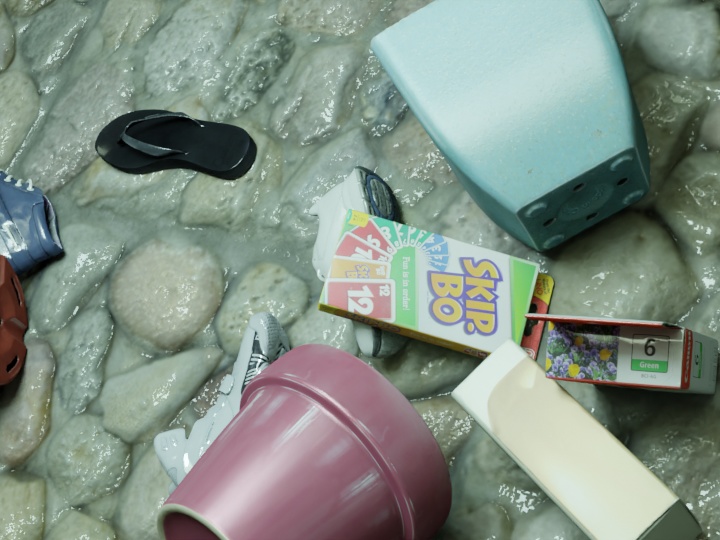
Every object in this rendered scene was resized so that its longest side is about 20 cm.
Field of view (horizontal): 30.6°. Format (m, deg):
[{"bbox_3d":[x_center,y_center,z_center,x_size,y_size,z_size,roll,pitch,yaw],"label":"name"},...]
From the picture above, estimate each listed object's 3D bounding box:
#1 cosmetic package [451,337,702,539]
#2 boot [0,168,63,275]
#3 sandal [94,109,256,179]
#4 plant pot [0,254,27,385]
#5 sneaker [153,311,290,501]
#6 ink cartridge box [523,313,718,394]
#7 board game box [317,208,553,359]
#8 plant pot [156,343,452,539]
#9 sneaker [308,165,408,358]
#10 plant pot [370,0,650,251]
[{"bbox_3d":[0.174,0.155,1.065,0.071,0.105,0.200,-45,57,-1],"label":"cosmetic package"},{"bbox_3d":[-0.395,-0.081,1.481,0.090,0.073,0.200,-24,64,3],"label":"boot"},{"bbox_3d":[-0.206,-0.145,1.434,0.200,0.043,0.076,5,67,27],"label":"sandal"},{"bbox_3d":[-0.466,0.059,1.370,0.195,0.201,0.201,-8,61,11],"label":"plant pot"},{"bbox_3d":[-0.128,0.136,1.230,0.115,0.075,0.200,-7,65,18],"label":"sneaker"},{"bbox_3d":[0.207,0.067,1.035,0.109,0.200,0.050,3,85,26],"label":"ink cartridge box"},{"bbox_3d":[0.070,0.017,1.181,0.200,0.030,0.096,17,70,-1],"label":"board game box"},{"bbox_3d":[-0.057,0.187,1.060,0.200,0.200,0.179,27,48,33],"label":"plant pot"},{"bbox_3d":[0.000,0.000,1.259,0.087,0.074,0.200,-29,51,29],"label":"sneaker"},{"bbox_3d":[0.159,-0.138,1.181,0.196,0.196,0.200,-30,65,8],"label":"plant pot"}]
